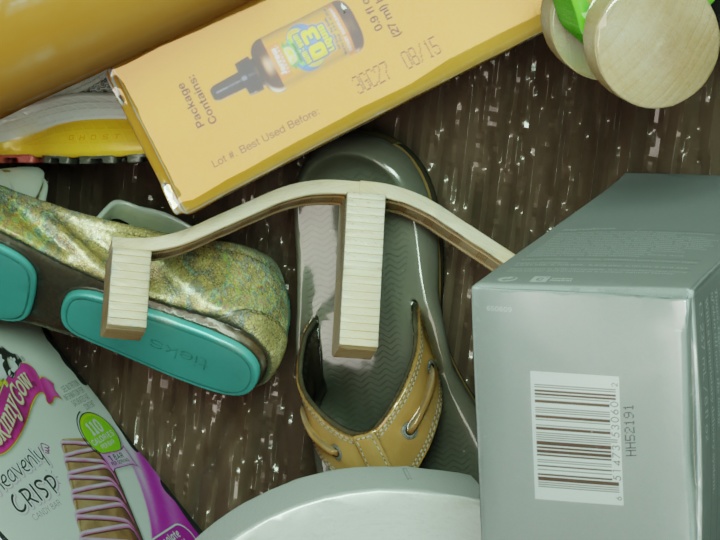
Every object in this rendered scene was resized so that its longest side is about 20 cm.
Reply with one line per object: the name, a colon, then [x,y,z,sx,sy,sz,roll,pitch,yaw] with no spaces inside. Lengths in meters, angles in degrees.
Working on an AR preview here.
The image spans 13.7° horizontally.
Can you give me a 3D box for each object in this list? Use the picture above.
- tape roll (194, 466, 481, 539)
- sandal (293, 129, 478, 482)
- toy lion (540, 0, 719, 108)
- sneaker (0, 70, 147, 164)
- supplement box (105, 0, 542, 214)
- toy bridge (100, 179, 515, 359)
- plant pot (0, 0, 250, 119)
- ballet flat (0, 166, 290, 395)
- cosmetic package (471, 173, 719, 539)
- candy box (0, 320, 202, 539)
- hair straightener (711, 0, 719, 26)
tape roll: [0.005,0.176,1.155,0.201,0.037,0.204,-2,102,-8]
sandal: [0.009,0.044,1.201,0.081,0.055,0.201,-7,93,22]
toy lion: [0.106,-0.170,1.030,0.200,0.069,0.192,40,91,-20]
sneaker: [-0.144,-0.086,1.239,0.199,0.078,0.083,-1,94,14]
supplement box: [0.006,-0.094,1.143,0.199,0.069,0.067,-26,93,5]
toy bridge: [0.000,0.000,1.169,0.199,0.027,0.068,4,77,-7]
plant pot: [-0.132,-0.141,1.083,0.182,0.200,0.201,-13,98,-3]
ballet flat: [-0.122,-0.007,1.224,0.199,0.071,0.071,19,109,-4]
cosmetic package: [0.109,0.033,1.088,0.090,0.200,0.108,2,105,23]
candy box: [-0.140,0.103,1.238,0.061,0.136,0.200,-41,86,23]
hair straightener: [0.110,-0.153,1.077,0.041,0.077,0.201,19,143,56]
